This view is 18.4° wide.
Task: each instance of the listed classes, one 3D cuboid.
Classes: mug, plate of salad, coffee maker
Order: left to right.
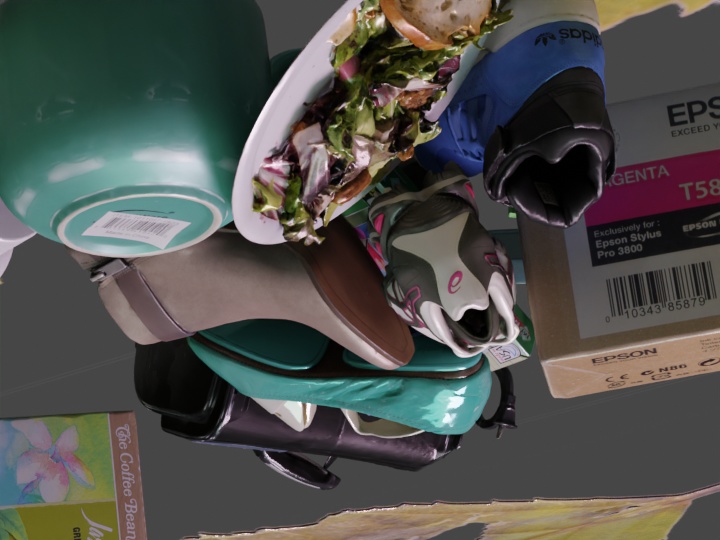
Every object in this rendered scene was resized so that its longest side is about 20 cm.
[{"bbox_3d":[-0.106,-0.078,1.172,0.185,0.115,0.152,-11,159,10],"label":"mug"},{"bbox_3d":[-0.030,0.065,1.549,0.200,0.135,0.192,11,156,-37],"label":"coffee maker"},{"bbox_3d":[0.012,-0.087,1.150,0.200,0.048,0.200,-43,160,-19],"label":"plate of salad"}]

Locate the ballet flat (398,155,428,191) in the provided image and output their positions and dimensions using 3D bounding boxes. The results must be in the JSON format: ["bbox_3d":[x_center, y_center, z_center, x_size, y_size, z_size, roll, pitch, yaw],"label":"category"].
[{"bbox_3d":[0.039,-0.015,1.453,0.068,0.068,0.200,-29,164,-11],"label":"ballet flat"}]

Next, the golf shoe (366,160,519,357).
[{"bbox_3d":[0.054,0.018,1.275,0.077,0.088,0.200,-25,156,5],"label":"golf shoe"}]

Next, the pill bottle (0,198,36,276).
[{"bbox_3d":[-0.269,-0.021,1.273,0.200,0.112,0.111,-25,153,38],"label":"pill bottle"}]

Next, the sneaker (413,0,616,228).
[{"bbox_3d":[0.085,-0.067,1.269,0.077,0.111,0.200,2,158,-23],"label":"sneaker"}]

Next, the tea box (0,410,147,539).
[{"bbox_3d":[-0.276,0.232,1.819,0.197,0.200,0.134,-4,159,-13],"label":"tea box"}]

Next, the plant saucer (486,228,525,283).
[{"bbox_3d":[0.175,-0.014,1.499,0.200,0.019,0.070,-3,-159,9],"label":"plant saucer"}]

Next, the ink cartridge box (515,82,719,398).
[{"bbox_3d":[0.198,-0.023,1.349,0.200,0.165,0.075,-11,157,8],"label":"ink cartridge box"}]

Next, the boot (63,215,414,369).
[{"bbox_3d":[-0.080,0.006,1.347,0.146,0.200,0.070,-31,-169,27],"label":"boot"}]

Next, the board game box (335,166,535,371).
[{"bbox_3d":[0.000,0.000,1.395,0.134,0.029,0.200,-23,122,34],"label":"board game box"}]

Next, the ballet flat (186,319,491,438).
[{"bbox_3d":[-0.017,0.071,1.393,0.200,0.070,0.067,7,-153,15],"label":"ballet flat"}]

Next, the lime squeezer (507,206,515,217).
[{"bbox_3d":[0.201,-0.046,1.474,0.200,0.038,0.071,-15,161,25],"label":"lime squeezer"}]
